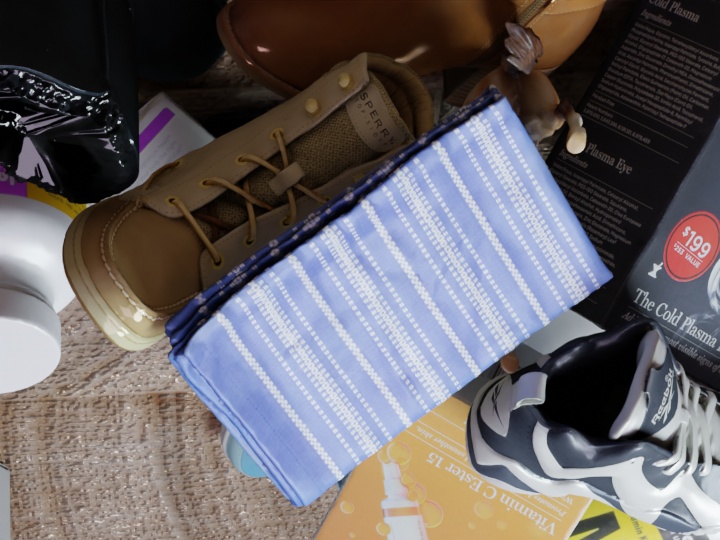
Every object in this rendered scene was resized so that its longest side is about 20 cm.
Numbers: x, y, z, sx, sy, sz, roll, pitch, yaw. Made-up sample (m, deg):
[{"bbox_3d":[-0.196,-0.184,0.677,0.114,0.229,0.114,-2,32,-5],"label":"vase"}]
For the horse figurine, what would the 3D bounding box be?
[{"bbox_3d":[0.071,-0.045,1.216,0.050,0.133,0.200,6,117,-12],"label":"horse figurine"}]

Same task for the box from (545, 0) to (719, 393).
[{"bbox_3d":[0.205,-0.032,1.298,0.200,0.104,0.182,27,93,-41],"label":"box"}]

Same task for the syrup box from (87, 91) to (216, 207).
[{"bbox_3d":[-0.063,0.000,1.293,0.200,0.081,0.079,42,167,0],"label":"syrup box"}]

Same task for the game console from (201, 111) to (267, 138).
[{"bbox_3d":[0.000,0.000,1.389,0.118,0.171,0.200,-28,151,-17],"label":"game console"}]

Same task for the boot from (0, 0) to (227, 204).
[{"bbox_3d":[-0.130,-0.100,1.158,0.076,0.168,0.200,-20,145,21],"label":"boot"}]

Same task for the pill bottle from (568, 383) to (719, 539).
[{"bbox_3d":[0.175,0.134,1.433,0.200,0.114,0.114,-21,144,22],"label":"pill bottle"}]

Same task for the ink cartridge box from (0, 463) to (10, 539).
[{"bbox_3d":[-0.342,0.218,1.628,0.200,0.147,0.086,-24,142,25],"label":"ink cartridge box"}]

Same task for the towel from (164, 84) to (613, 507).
[{"bbox_3d":[0.017,0.018,1.126,0.200,0.024,0.145,-36,130,-2],"label":"towel"}]

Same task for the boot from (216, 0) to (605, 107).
[{"bbox_3d":[0.039,-0.150,1.203,0.200,0.074,0.155,0,150,-33],"label":"boot"}]

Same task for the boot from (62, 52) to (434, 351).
[{"bbox_3d":[-0.048,-0.038,1.137,0.155,0.073,0.200,-29,-176,22],"label":"boot"}]

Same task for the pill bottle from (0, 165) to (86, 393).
[{"bbox_3d":[-0.193,-0.040,1.209,0.104,0.200,0.104,-5,147,-3],"label":"pill bottle"}]

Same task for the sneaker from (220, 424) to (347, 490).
[{"bbox_3d":[-0.017,0.121,1.552,0.080,0.131,0.200,21,139,-38],"label":"sneaker"}]

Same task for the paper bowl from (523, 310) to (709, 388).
[{"bbox_3d":[0.168,0.032,1.473,0.201,0.104,0.201,-6,148,-3],"label":"paper bowl"}]

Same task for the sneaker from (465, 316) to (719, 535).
[{"bbox_3d":[0.161,0.079,1.209,0.199,0.080,0.130,14,161,-4],"label":"sneaker"}]

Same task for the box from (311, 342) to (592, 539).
[{"bbox_3d":[0.050,0.142,1.352,0.124,0.097,0.200,29,118,3],"label":"box"}]
